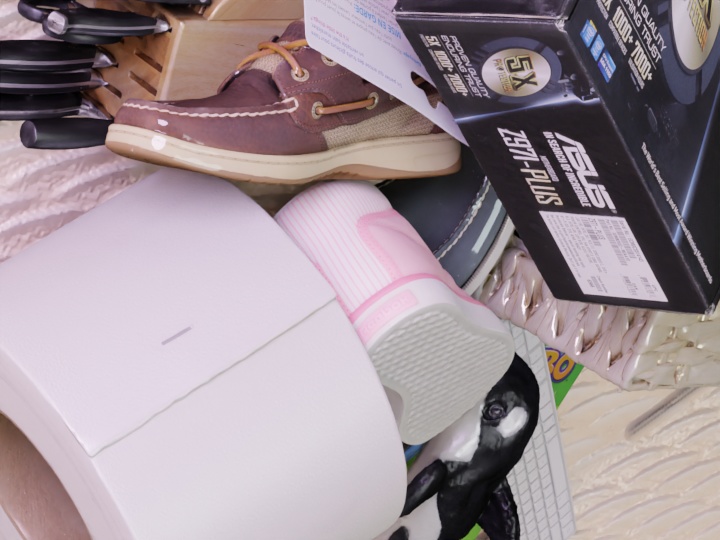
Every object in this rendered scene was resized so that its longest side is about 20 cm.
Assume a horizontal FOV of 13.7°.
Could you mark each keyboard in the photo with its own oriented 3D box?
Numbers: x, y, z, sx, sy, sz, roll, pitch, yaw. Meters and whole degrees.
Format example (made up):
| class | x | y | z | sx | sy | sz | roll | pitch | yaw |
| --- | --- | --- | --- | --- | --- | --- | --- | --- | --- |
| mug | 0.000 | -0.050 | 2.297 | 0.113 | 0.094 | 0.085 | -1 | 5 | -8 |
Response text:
| class | x | y | z | sx | sy | sz | roll | pitch | yaw |
| --- | --- | --- | --- | --- | --- | --- | --- | --- | --- |
| keyboard | 0.091 | 0.098 | 1.681 | 0.056 | 0.011 | 0.200 | -35 | 138 | -21 |

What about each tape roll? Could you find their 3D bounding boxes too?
| class | x | y | z | sx | sy | sz | roll | pitch | yaw |
| --- | --- | --- | --- | --- | --- | --- | --- | --- | --- |
| tape roll | -0.094 | 0.070 | 1.375 | 0.139 | 0.203 | 0.203 | -32 | 136 | -22 |

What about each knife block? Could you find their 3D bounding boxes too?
| class | x | y | z | sx | sy | sz | roll | pitch | yaw |
| --- | --- | --- | --- | --- | --- | --- | --- | --- | --- |
| knife block | -0.087 | -0.084 | 1.378 | 0.176 | 0.064 | 0.200 | -43 | 139 | -12 |

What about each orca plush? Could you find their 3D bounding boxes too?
| class | x | y | z | sx | sy | sz | roll | pitch | yaw |
| --- | --- | --- | --- | --- | --- | --- | --- | --- | --- |
| orca plush | 0.048 | 0.137 | 1.587 | 0.200 | 0.071 | 0.105 | -58 | 178 | 5 |

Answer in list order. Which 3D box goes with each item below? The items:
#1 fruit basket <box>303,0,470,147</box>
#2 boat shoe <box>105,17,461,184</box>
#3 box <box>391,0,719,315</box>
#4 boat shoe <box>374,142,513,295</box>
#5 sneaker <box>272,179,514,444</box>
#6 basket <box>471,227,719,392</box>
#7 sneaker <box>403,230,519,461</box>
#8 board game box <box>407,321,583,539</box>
| class | x | y | z | sx | sy | sz | roll | pitch | yaw |
| --- | --- | --- | --- | --- | --- | --- | --- | --- | --- |
| fruit basket | 0.016 | -0.154 | 1.342 | 0.185 | 0.094 | 0.201 | 27 | 55 | -50 |
| boat shoe | -0.030 | -0.078 | 1.343 | 0.200 | 0.072 | 0.072 | -2 | 100 | -42 |
| box | 0.117 | -0.105 | 1.328 | 0.164 | 0.086 | 0.200 | -62 | 140 | -29 |
| boat shoe | 0.000 | 0.000 | 1.490 | 0.200 | 0.073 | 0.062 | -43 | 143 | 18 |
| sneaker | 0.009 | 0.013 | 1.427 | 0.075 | 0.105 | 0.200 | -40 | 160 | 0 |
| basket | 0.170 | -0.022 | 1.535 | 0.200 | 0.123 | 0.136 | -2 | 120 | -48 |
| sneaker | 0.022 | 0.023 | 1.562 | 0.083 | 0.071 | 0.200 | 38 | 84 | -45 |
| board game box | 0.059 | 0.093 | 1.673 | 0.095 | 0.030 | 0.200 | 25 | 101 | -50 |
